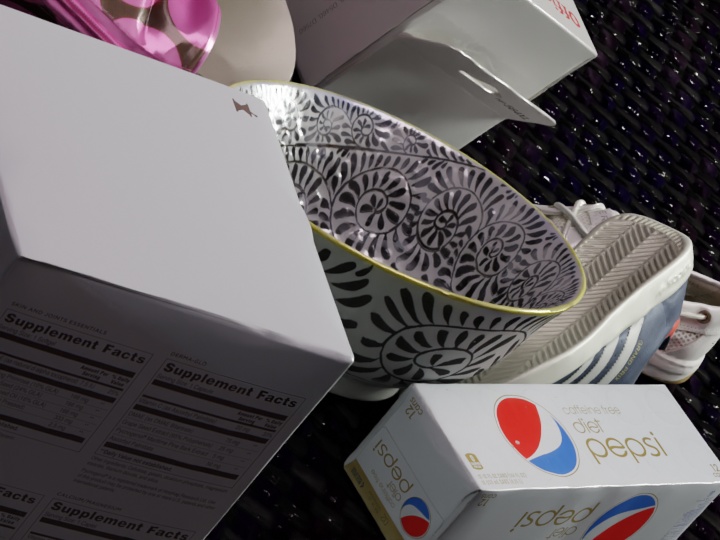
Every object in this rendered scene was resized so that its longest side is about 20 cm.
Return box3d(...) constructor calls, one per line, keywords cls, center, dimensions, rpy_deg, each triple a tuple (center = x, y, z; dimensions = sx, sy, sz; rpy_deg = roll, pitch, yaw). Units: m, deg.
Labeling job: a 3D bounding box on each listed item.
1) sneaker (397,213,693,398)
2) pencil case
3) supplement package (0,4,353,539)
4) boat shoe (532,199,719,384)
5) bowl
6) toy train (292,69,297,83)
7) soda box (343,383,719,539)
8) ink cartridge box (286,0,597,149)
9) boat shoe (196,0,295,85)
box3d(cls="sneaker", center=(0.099, 0.049, 1.549), dimensions=(0.199, 0.085, 0.075), rpy_deg=(-27, 44, -35))
box3d(cls="pencil case", center=(-0.149, -0.149, 1.414), dimensions=(0.200, 0.091, 0.094), rpy_deg=(40, 1, -31))
box3d(cls="supplement package", center=(-0.132, 0.030, 1.168), dimensions=(0.150, 0.200, 0.152), rpy_deg=(18, 35, -34))
box3d(cls="boat shoe", center=(0.118, -0.009, 1.641), dimensions=(0.199, 0.069, 0.071), rpy_deg=(24, 35, -25))
box3d(cls="bowl", center=(0.000, 0.000, 1.452), dimensions=(0.200, 0.094, 0.201), rpy_deg=(24, 22, -10))
box3d(cls="toy train", center=(-0.049, -0.126, 1.646), dimensions=(0.046, 0.034, 0.201), rpy_deg=(28, 32, -27))
box3d(cls="soda box", center=(0.088, 0.099, 1.467), dimensions=(0.199, 0.064, 0.068), rpy_deg=(3, 45, -48))
box3d(cls="ink cartridge box", center=(0.027, -0.162, 1.646), dimensions=(0.128, 0.125, 0.201), rpy_deg=(30, 33, -51))
box3d(cls="boat shoe", center=(-0.101, -0.154, 1.591), dimensions=(0.071, 0.063, 0.200), rpy_deg=(-29, 66, -24))
